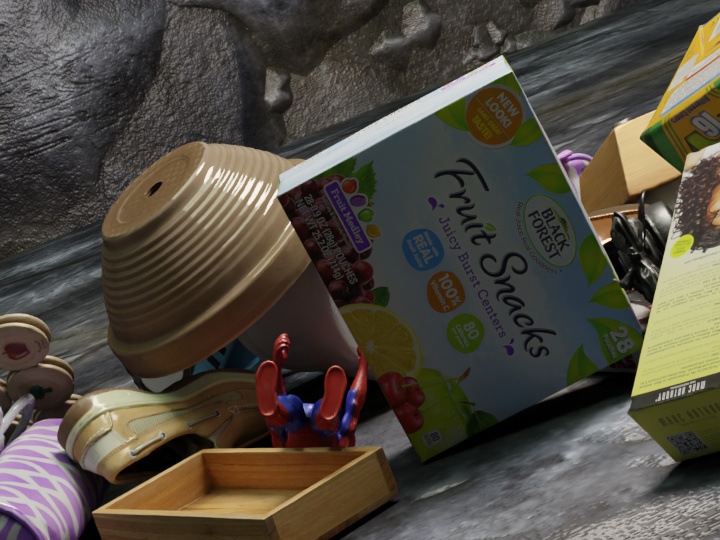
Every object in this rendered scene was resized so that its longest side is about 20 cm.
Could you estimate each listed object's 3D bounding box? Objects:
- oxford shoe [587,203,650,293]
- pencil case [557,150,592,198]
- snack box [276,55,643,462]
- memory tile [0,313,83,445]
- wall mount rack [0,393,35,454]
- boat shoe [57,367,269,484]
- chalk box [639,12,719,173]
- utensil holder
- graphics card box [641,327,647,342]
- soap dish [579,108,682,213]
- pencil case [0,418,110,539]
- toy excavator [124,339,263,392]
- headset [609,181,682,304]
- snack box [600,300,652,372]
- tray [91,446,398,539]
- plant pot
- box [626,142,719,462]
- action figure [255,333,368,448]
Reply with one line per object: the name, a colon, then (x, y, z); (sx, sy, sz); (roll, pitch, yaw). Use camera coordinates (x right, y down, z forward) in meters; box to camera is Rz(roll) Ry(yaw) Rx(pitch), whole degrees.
oxford shoe: (0.130, 0.001, 1.380); (0.198, 0.072, 0.071); (-18, 15, 3)
pencil case: (0.140, -0.060, 1.733); (0.084, 0.086, 0.199); (-27, 13, -28)
snack box: (0.065, -0.008, 1.248); (0.168, 0.201, 0.068); (-27, 15, 5)
memory tile: (-0.274, 0.113, 1.459); (0.152, 0.201, 0.017); (-16, 49, 7)
wall mount rack: (-0.302, 0.135, 1.355); (0.201, 0.074, 0.174); (-59, -8, -37)
boat shoe: (-0.120, 0.122, 1.389); (0.199, 0.072, 0.076); (-9, 43, -46)
chalk box: (0.318, -0.093, 1.347); (0.124, 0.199, 0.125); (-57, 9, -31)
utensil holder: (0.000, 0.000, 1.504); (0.169, 0.171, 0.200); (-24, 12, -23)
graphics card box: (0.280, 0.016, 1.202); (0.199, 0.051, 0.125); (-30, 14, -38)
soap dish: (0.255, -0.083, 1.539); (0.156, 0.082, 0.200); (-24, -8, -7)
pencil case: (-0.226, 0.167, 1.331); (0.083, 0.086, 0.200); (18, 15, 4)
toy excavator: (-0.076, 0.045, 1.635); (0.196, 0.199, 0.100); (-65, 16, 0)
headset: (0.219, -0.015, 1.253); (0.123, 0.094, 0.199); (-40, -26, 29)
snack box: (0.161, 0.045, 1.357); (0.072, 0.024, 0.199); (-27, 12, -27)
tray: (-0.076, 0.149, 1.244); (0.098, 0.037, 0.199); (-28, 12, -36)
plant pot: (-0.122, -0.025, 1.417); (0.200, 0.093, 0.201); (-34, 24, 18)
box: (0.209, 0.008, 1.109); (0.075, 0.050, 0.201); (-21, 37, 39)
action figure: (-0.030, 0.070, 1.277); (0.065, 0.100, 0.200); (6, -16, 3)
